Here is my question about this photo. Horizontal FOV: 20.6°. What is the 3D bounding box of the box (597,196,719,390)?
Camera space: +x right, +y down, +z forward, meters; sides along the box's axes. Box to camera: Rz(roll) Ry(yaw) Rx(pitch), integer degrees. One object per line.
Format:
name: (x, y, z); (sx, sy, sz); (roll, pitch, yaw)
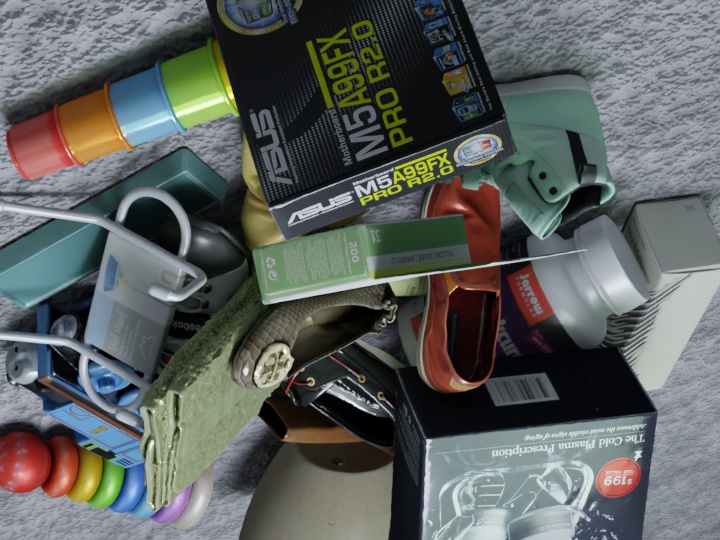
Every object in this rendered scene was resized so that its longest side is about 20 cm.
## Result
box: (0.259, 0.026, 1.779); (0.068, 0.082, 0.200); (-6, 145, -16)

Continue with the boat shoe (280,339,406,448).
boat shoe: (-0.036, 0.080, 1.660); (0.201, 0.063, 0.074); (33, 143, -21)

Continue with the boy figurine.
boy figurine: (-0.031, -0.078, 1.474); (0.124, 0.065, 0.200); (18, 139, -13)

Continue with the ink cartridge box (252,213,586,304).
ink cartridge box: (0.043, -0.016, 1.446); (0.199, 0.048, 0.145); (-12, 178, 33)

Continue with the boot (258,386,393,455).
boot: (0.012, 0.141, 1.741); (0.199, 0.189, 0.069); (11, 121, -41)

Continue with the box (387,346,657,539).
box: (0.131, 0.174, 1.653); (0.199, 0.104, 0.183); (-6, 122, -12)

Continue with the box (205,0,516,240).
box: (-0.005, -0.135, 1.279); (0.159, 0.201, 0.044); (-19, 148, 3)

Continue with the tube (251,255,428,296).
tube: (0.000, 0.000, 1.637); (0.199, 0.052, 0.058); (-2, 112, -12)

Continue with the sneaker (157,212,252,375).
sneaker: (-0.130, 0.036, 1.538); (0.074, 0.089, 0.200); (14, 146, 10)

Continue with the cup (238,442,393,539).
cup: (-0.017, 0.219, 1.859); (0.199, 0.200, 0.144); (-7, 121, -17)

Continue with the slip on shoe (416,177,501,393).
slip on shoe: (0.085, 0.000, 1.570); (0.074, 0.201, 0.061); (3, -176, -29)

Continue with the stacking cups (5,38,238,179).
stacking cups: (-0.150, -0.118, 1.378); (0.199, 0.061, 0.061); (-17, 149, 7)

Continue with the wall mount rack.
wall mount rack: (-0.209, 0.022, 1.484); (0.075, 0.173, 0.201); (-38, 151, -57)

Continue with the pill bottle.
pill bottle: (0.141, 0.035, 1.701); (0.199, 0.112, 0.111); (-29, 147, 17)

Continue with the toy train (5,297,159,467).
toy train: (-0.207, 0.093, 1.640); (0.114, 0.087, 0.200); (-22, 147, 22)

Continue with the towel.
towel: (-0.105, 0.080, 1.519); (0.200, 0.036, 0.149); (-48, 159, -37)

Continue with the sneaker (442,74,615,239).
sneaker: (0.094, -0.076, 1.499); (0.199, 0.119, 0.074); (-12, 150, -7)

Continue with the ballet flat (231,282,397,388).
ballet flat: (-0.030, 0.047, 1.531); (0.200, 0.046, 0.068); (-25, 143, -54)

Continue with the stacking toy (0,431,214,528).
stacking toy: (-0.234, 0.177, 1.772); (0.199, 0.086, 0.085); (13, 137, -30)

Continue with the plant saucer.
plant saucer: (-0.198, -0.028, 1.520); (0.199, 0.019, 0.070); (-28, 148, 14)
